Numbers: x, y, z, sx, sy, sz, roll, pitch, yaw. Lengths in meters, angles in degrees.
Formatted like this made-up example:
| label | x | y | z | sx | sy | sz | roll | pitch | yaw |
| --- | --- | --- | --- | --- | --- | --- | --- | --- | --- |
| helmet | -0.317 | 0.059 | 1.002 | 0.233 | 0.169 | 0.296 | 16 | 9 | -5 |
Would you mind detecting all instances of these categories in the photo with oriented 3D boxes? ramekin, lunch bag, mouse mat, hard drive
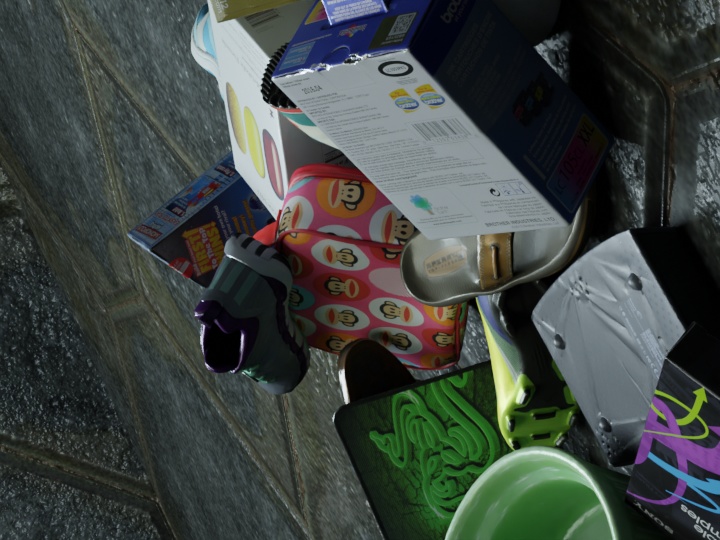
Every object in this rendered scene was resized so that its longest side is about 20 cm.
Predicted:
| label | x | y | z | sx | sy | sz | roll | pitch | yaw |
| --- | --- | --- | --- | --- | --- | --- | --- | --- | --- |
| ramekin | 0.148 | 0.227 | 1.283 | 0.200 | 0.097 | 0.201 | -26 | 57 | 50 |
| lunch bag | 0.000 | 0.000 | 1.444 | 0.200 | 0.175 | 0.082 | 94 | -175 | -61 |
| mouse mat | 0.083 | 0.168 | 1.471 | 0.008 | 0.160 | 0.201 | -85 | -25 | -63 |
| hard drive | 0.182 | 0.049 | 1.210 | 0.135 | 0.042 | 0.200 | 62 | 161 | 9 |

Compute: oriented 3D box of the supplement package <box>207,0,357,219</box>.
| label | x | y | z | sx | sy | sz | roll | pitch | yaw |
| --- | --- | --- | --- | --- | --- | --- | --- | --- | --- |
| supplement package | -0.039 | -0.140 | 1.473 | 0.114 | 0.109 | 0.201 | 50 | 158 | 39 |

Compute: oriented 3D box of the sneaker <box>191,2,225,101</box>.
| label | x | y | z | sx | sy | sz | roll | pitch | yaw |
| --- | --- | --- | --- | --- | --- | --- | --- | --- | --- |
| sneaker | -0.100 | -0.229 | 1.604 | 0.200 | 0.079 | 0.131 | -127 | 33 | -58 |

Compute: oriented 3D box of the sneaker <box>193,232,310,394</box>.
| label | x | y | z | sx | sy | sz | roll | pitch | yaw |
| --- | --- | --- | --- | --- | --- | --- | --- | --- | --- |
| sneaker | -0.094 | 0.055 | 1.438 | 0.074 | 0.088 | 0.200 | 25 | 153 | 21 |

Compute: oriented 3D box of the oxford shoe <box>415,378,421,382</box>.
| label | x | y | z | sx | sy | sz | roll | pitch | yaw |
| --- | --- | --- | --- | --- | --- | --- | --- | --- | --- |
| oxford shoe | 0.082 | 0.117 | 1.561 | 0.200 | 0.070 | 0.075 | 22 | 133 | 50 |

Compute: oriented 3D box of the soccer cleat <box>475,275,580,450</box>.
| label | x | y | z | sx | sy | sz | roll | pitch | yaw |
| --- | --- | --- | --- | --- | --- | --- | --- | --- | --- |
| soccer cleat | 0.121 | 0.051 | 1.378 | 0.084 | 0.064 | 0.201 | -108 | 5 | -51 |

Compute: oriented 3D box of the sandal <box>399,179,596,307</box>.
| label | x | y | z | sx | sy | sz | roll | pitch | yaw |
| --- | --- | --- | --- | --- | --- | --- | --- | --- | --- |
| sandal | 0.084 | -0.026 | 1.262 | 0.200 | 0.054 | 0.082 | -24 | 77 | 47 |

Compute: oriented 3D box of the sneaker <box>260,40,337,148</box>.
| label | x | y | z | sx | sy | sz | roll | pitch | yaw |
| --- | --- | --- | --- | --- | --- | --- | --- | --- | --- |
| sneaker | 0.030 | -0.114 | 1.331 | 0.199 | 0.071 | 0.093 | 10 | 163 | 29 |

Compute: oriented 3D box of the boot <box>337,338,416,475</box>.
| label | x | y | z | sx | sy | sz | roll | pitch | yaw |
| --- | --- | --- | --- | --- | --- | --- | --- | --- | --- |
| boot | 0.006 | 0.127 | 1.525 | 0.097 | 0.075 | 0.201 | 22 | 144 | 49 |

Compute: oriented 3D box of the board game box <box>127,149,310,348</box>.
| label | x | y | z | sx | sy | sz | roll | pitch | yaw |
| --- | --- | --- | --- | --- | --- | --- | --- | --- | --- |
| board game box | -0.092 | -0.022 | 1.636 | 0.062 | 0.199 | 0.201 | 28 | 140 | 60 |

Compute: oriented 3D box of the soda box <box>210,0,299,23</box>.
| label | x | y | z | sx | sy | sz | roll | pitch | yaw |
| --- | --- | --- | --- | --- | --- | --- | --- | --- | --- |
| soda box | -0.042 | -0.221 | 1.252 | 0.200 | 0.064 | 0.068 | -42 | -63 | -64 |

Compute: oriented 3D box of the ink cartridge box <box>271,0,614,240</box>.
| label | x | y | z | sx | sy | sz | roll | pitch | yaw |
| --- | --- | --- | --- | --- | --- | --- | --- | --- | --- |
| ink cartridge box | 0.041 | -0.110 | 1.154 | 0.136 | 0.077 | 0.200 | -5 | 141 | 50 |

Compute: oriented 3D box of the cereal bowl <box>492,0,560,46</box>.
| label | x | y | z | sx | sy | sz | roll | pitch | yaw |
| --- | --- | --- | --- | --- | --- | --- | --- | --- | --- |
| cereal bowl | 0.040 | -0.220 | 1.184 | 0.200 | 0.083 | 0.201 | 52 | 158 | 31 |

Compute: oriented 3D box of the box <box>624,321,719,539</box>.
| label | x | y | z | sx | sy | sz | roll | pitch | yaw |
| --- | --- | --- | --- | --- | --- | --- | --- | --- | --- |
| box | 0.232 | 0.130 | 1.114 | 0.143 | 0.036 | 0.200 | 37 | 157 | 21 |
